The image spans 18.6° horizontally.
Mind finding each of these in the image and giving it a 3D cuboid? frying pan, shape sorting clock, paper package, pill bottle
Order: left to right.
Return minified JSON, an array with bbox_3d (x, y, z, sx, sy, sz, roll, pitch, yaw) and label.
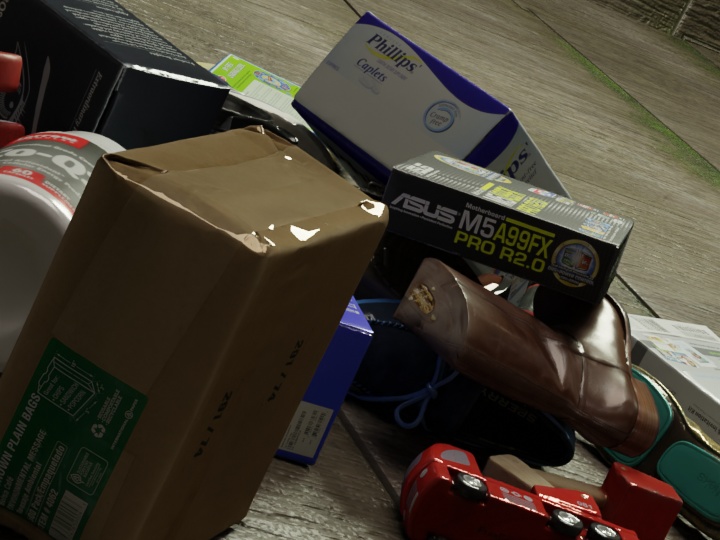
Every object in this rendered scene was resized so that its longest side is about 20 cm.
[{"bbox_3d":[-0.191,-0.020,1.307,0.114,0.114,0.200,26,16,0],"label":"pill bottle"},{"bbox_3d":[-0.093,0.039,1.114,0.103,0.200,0.191,30,16,14],"label":"paper package"},{"bbox_3d":[-0.096,-0.119,1.727,0.190,0.031,0.115,28,11,30],"label":"frying pan"},{"bbox_3d":[-0.085,-0.144,1.998,0.200,0.039,0.200,23,17,-8],"label":"shape sorting clock"}]

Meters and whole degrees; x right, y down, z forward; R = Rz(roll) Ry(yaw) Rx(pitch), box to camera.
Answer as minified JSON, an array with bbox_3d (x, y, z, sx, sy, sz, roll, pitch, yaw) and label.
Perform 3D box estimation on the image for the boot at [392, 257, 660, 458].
[{"bbox_3d":[0.096,0.029,1.460,0.200,0.064,0.187,25,22,-32],"label":"boot"}]

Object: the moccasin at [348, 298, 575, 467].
[{"bbox_3d":[0.066,0.075,1.472,0.200,0.081,0.068,19,22,-22],"label":"moccasin"}]

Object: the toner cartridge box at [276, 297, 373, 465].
[{"bbox_3d":[-0.050,0.033,1.393,0.043,0.095,0.200,19,17,-21],"label":"toner cartridge box"}]

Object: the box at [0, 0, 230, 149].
[{"bbox_3d":[-0.209,-0.112,1.514,0.104,0.148,0.200,7,25,-50],"label":"box"}]

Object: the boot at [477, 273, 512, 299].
[{"bbox_3d":[0.005,0.014,1.645,0.200,0.069,0.188,21,23,9],"label":"boot"}]

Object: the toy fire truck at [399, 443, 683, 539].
[{"bbox_3d":[0.113,0.148,1.366,0.200,0.049,0.141,21,16,-14],"label":"toy fire truck"}]

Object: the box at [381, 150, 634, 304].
[{"bbox_3d":[0.104,-0.033,1.525,0.160,0.044,0.200,21,9,8],"label":"box"}]

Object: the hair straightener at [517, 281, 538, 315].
[{"bbox_3d":[0.131,0.062,1.673,0.200,0.041,0.077,-65,134,-71],"label":"hair straightener"}]

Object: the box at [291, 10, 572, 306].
[{"bbox_3d":[0.067,-0.086,1.804,0.184,0.105,0.200,38,-7,38],"label":"box"}]

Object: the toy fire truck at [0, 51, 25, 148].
[{"bbox_3d":[-0.319,-0.098,1.398,0.168,0.112,0.200,13,7,30],"label":"toy fire truck"}]

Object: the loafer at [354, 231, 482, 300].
[{"bbox_3d":[0.000,0.000,1.530,0.200,0.067,0.076,33,47,-3],"label":"loafer"}]

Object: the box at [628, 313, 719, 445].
[{"bbox_3d":[0.300,0.104,1.808,0.156,0.041,0.200,8,23,-46],"label":"box"}]

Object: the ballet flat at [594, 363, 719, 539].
[{"bbox_3d":[0.225,0.135,1.571,0.071,0.071,0.200,13,20,-39],"label":"ballet flat"}]

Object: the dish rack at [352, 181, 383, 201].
[{"bbox_3d":[-0.082,-0.069,1.692,0.153,0.055,0.200,20,4,40],"label":"dish rack"}]

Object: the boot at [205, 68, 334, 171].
[{"bbox_3d":[-0.103,-0.126,1.851,0.200,0.073,0.090,28,22,8],"label":"boot"}]
